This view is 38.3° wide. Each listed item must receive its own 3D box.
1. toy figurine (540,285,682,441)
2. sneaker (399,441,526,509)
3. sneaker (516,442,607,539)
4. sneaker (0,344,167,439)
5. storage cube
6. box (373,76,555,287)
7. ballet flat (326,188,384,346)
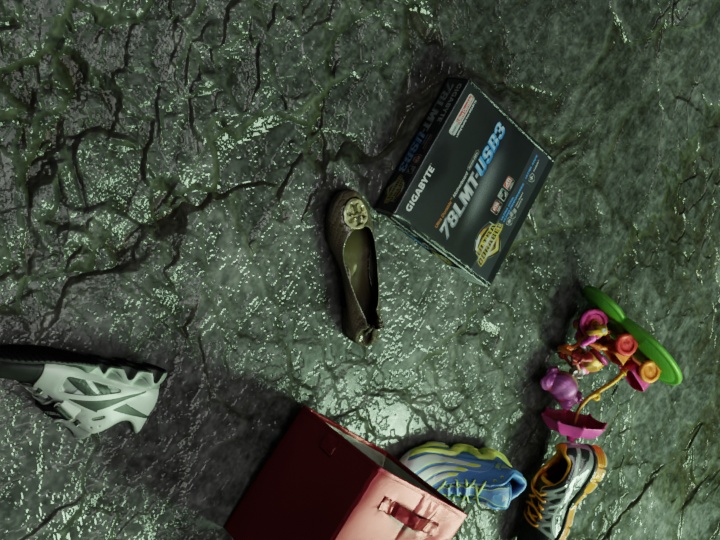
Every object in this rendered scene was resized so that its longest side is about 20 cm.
[{"bbox_3d":[0.333,0.155,1.508,0.184,0.150,0.200,-44,102,-8],"label":"toy figurine"},{"bbox_3d":[0.144,0.279,1.400,0.200,0.105,0.076,0,102,-37],"label":"sneaker"},{"bbox_3d":[0.279,0.334,1.530,0.077,0.078,0.200,24,99,-29],"label":"sneaker"},{"bbox_3d":[-0.295,0.127,1.054,0.200,0.074,0.089,16,91,-38],"label":"sneaker"},{"bbox_3d":[-0.019,0.298,1.231,0.171,0.200,0.180,36,87,-38],"label":"storage cube"},{"bbox_3d":[0.139,-0.110,1.328,0.198,0.050,0.200,36,80,-38],"label":"box"},{"bbox_3d":[0.000,0.000,1.254,0.067,0.046,0.200,-18,112,-33],"label":"ballet flat"}]
